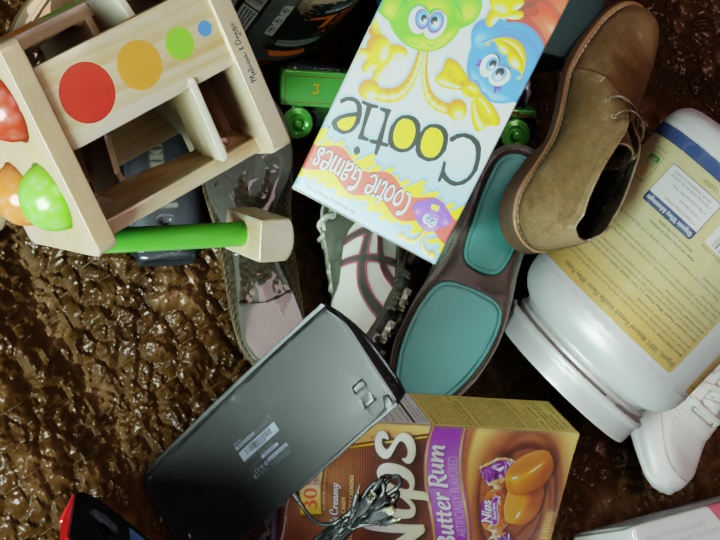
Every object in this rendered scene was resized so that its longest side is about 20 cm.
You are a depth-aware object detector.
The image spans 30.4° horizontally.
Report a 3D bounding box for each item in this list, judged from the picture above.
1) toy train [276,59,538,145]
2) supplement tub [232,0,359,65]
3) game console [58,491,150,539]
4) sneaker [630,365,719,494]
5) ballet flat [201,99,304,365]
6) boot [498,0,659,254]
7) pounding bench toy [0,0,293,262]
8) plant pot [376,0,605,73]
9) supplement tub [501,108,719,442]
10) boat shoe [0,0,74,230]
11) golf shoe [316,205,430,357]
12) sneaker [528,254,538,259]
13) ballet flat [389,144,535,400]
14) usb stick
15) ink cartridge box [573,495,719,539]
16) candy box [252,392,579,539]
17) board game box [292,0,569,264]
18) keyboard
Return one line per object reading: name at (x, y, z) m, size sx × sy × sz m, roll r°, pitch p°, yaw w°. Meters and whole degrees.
toy train at (0.033, -0.120, 0.950) m, size 0.197 × 0.042 × 0.057 m, roll 2°, pitch 106°, yaw -8°
supplement tub at (-0.047, -0.219, 0.881) m, size 0.121 × 0.200 × 0.125 m, roll 6°, pitch 74°, yaw -21°
game console at (-0.093, 0.205, 0.767) m, size 0.199 × 0.177 × 0.031 m, roll 41°, pitch 79°, yaw -8°
sneaker at (0.258, 0.069, 0.989) m, size 0.075 × 0.099 × 0.202 m, roll 35°, pitch 65°, yaw -35°
ballet flat at (-0.071, -0.028, 0.909) m, size 0.066 × 0.046 × 0.203 m, roll -9°, pitch 77°, yaw -7°
boot at (0.169, -0.098, 0.893) m, size 0.073 × 0.075 × 0.202 m, roll 38°, pitch 68°, yaw -30°
pounding bench toy at (-0.139, -0.064, 0.799) m, size 0.155 × 0.124 × 0.202 m, roll -33°, pitch 111°, yaw -26°
plant pot at (0.093, -0.229, 0.954) m, size 0.198 × 0.200 × 0.164 m, roll 3°, pitch 90°, yaw -22°
supplement tub at (0.206, 0.005, 0.922) m, size 0.144 × 0.144 × 0.200 m, roll 42°, pitch 98°, yaw -7°
boat shoe at (-0.211, -0.122, 0.864) m, size 0.064 × 0.071 × 0.202 m, roll 31°, pitch 77°, yaw -17°
golf shoe at (0.000, 0.000, 0.926) m, size 0.087 × 0.077 × 0.202 m, roll 24°, pitch 63°, yaw 4°
sneaker at (0.214, -0.053, 1.014) m, size 0.197 × 0.082 × 0.071 m, roll -13°, pitch 83°, yaw -25°
ballet flat at (0.078, 0.009, 0.929) m, size 0.067 × 0.064 × 0.202 m, roll 25°, pitch 85°, yaw 0°
usb stick at (-0.141, -0.104, 0.905) m, size 0.055 × 0.033 × 0.203 m, roll -2°, pitch 78°, yaw -24°
ink cartridge box at (0.253, 0.270, 0.946) m, size 0.144 × 0.083 × 0.203 m, roll -9°, pitch 80°, yaw -25°
candy box at (0.036, 0.144, 0.875) m, size 0.197 × 0.056 × 0.118 m, roll 5°, pitch 108°, yaw -20°
board game box at (0.050, -0.124, 0.833) m, size 0.102 × 0.105 × 0.202 m, roll 27°, pitch 102°, yaw 1°
keyboard at (-0.044, 0.123, 0.802) m, size 0.128 × 0.200 × 0.020 m, roll 56°, pitch 30°, yaw 15°
